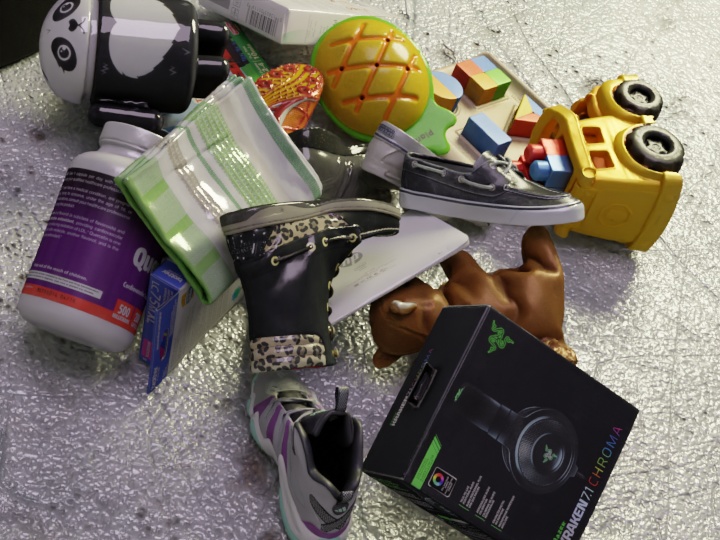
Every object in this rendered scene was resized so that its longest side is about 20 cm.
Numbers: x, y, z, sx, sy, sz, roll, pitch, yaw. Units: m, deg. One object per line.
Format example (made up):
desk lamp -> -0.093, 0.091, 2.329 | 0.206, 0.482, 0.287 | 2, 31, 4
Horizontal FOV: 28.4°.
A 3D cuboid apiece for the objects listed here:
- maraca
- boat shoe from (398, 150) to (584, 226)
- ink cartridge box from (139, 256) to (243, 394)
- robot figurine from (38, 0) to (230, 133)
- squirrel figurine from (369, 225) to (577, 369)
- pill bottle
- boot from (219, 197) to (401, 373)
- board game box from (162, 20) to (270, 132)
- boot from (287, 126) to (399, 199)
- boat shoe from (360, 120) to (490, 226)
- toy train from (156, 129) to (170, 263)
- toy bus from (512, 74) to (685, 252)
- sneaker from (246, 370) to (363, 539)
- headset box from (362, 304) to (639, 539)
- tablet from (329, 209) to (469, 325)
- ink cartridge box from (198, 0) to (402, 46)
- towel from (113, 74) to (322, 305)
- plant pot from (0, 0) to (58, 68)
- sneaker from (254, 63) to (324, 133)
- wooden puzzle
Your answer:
maraca -> 0.026, -0.205, 1.657 | 0.137, 0.107, 0.201 | -34, 84, -8
boat shoe -> 0.134, -0.088, 1.460 | 0.199, 0.068, 0.072 | 10, 14, 27
ink cartridge box -> -0.156, 0.015, 1.371 | 0.042, 0.120, 0.200 | 26, 45, 12
robot figurine -> -0.240, -0.232, 1.515 | 0.198, 0.125, 0.151 | 4, 31, -14
squirrel figurine -> 0.107, 0.066, 1.410 | 0.185, 0.142, 0.201 | -1, 52, -22
pill bottle -> -0.237, -0.032, 1.332 | 0.112, 0.112, 0.201 | 19, 80, -3
boot -> -0.037, 0.013, 1.336 | 0.203, 0.073, 0.155 | -5, 85, -42
board game box -> -0.198, -0.213, 1.627 | 0.199, 0.037, 0.152 | -16, 57, -31
boot -> -0.013, -0.072, 1.549 | 0.199, 0.067, 0.132 | 9, 70, -47
boat shoe -> 0.074, -0.087, 1.566 | 0.200, 0.070, 0.071 | 33, 1, -43
toy train -> -0.201, -0.076, 1.471 | 0.113, 0.086, 0.201 | 8, 46, 0
toy bus -> 0.258, -0.132, 1.659 | 0.191, 0.136, 0.201 | 3, 48, -14
sneaker -> -0.040, 0.138, 1.286 | 0.077, 0.140, 0.201 | -6, 52, -25
headset box -> 0.121, 0.147, 1.277 | 0.199, 0.093, 0.175 | 35, 75, -19
tablet -> 0.000, 0.000, 1.429 | 0.199, 0.014, 0.130 | -30, 26, -15
ink cartridge box -> -0.073, -0.316, 1.741 | 0.199, 0.050, 0.161 | -3, 26, -47
towel -> -0.125, -0.080, 1.336 | 0.150, 0.031, 0.200 | 53, 45, -13
plant pot -> -0.395, -0.358, 1.591 | 0.177, 0.200, 0.200 | -18, 56, -47
sneaker -> -0.098, -0.157, 1.582 | 0.073, 0.077, 0.201 | 21, 52, 12
wooden puzzle -> 0.147, -0.193, 1.732 | 0.199, 0.046, 0.185 | -26, 62, -36
